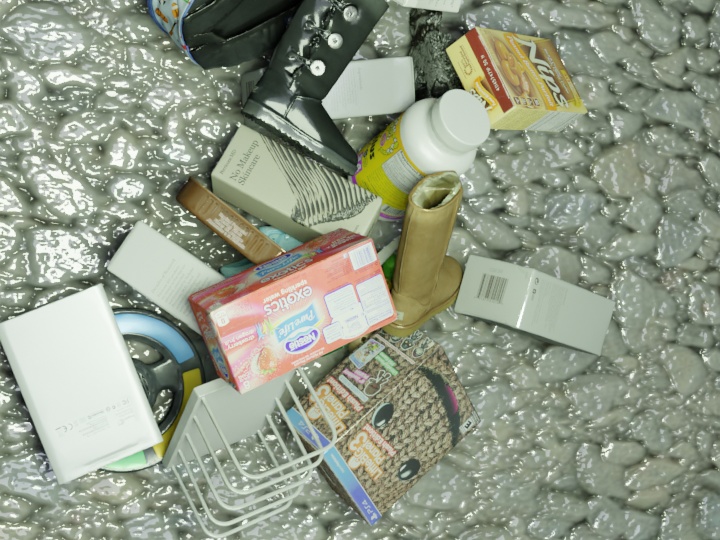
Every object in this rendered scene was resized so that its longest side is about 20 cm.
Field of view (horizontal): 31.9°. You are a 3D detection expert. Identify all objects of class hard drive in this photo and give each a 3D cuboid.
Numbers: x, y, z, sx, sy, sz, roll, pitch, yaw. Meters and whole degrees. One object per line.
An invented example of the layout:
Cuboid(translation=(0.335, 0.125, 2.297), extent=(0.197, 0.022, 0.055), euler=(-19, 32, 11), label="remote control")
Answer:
Cuboid(translation=(-0.330, 0.133, 1.485), extent=(0.131, 0.025, 0.202), euler=(-22, 96, -11), label="hard drive")

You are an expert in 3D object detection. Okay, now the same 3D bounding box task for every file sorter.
Cuboid(translation=(-0.129, 0.211, 1.478), extent=(0.138, 0.200, 0.125), euler=(-18, 67, -30), label="file sorter")

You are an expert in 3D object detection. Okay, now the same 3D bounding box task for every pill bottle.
Cuboid(translation=(0.073, -0.143, 1.547), extent=(0.104, 0.200, 0.105), euler=(14, 62, -27), label="pill bottle")

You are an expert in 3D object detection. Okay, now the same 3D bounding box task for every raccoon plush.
Cuboid(translation=(0.135, -0.271, 1.633), extent=(0.133, 0.097, 0.202), euler=(7, 91, -28), label="raccoon plush")

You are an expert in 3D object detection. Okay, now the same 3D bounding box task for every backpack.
Cuboid(translation=(-0.158, -0.339, 1.466), extent=(0.154, 0.200, 0.191), euler=(37, 74, 24), label="backpack")

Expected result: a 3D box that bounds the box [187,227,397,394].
Cuboid(translation=(-0.074, 0.041, 1.386), extent=(0.199, 0.095, 0.103), euler=(-26, 108, -17), label="box")

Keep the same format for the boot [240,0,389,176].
Cuboid(translation=(-0.027, -0.233, 1.479), extent=(0.164, 0.066, 0.201), euler=(31, 85, -27), label="boot")

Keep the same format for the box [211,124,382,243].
Cuboid(translation=(-0.077, -0.090, 1.533), extent=(0.199, 0.068, 0.083), euler=(27, 74, 4), label="box")

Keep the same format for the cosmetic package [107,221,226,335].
Cuboid(translation=(-0.192, 0.029, 1.486), extent=(0.199, 0.102, 0.074), euler=(33, 86, 2), label="cosmetic package")

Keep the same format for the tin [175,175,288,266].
Cuboid(translation=(-0.136, -0.039, 1.491), extent=(0.200, 0.112, 0.042), euler=(38, 84, 17), label="tin")

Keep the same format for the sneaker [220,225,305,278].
Cuboid(translation=(-0.087, -0.031, 1.574), extent=(0.200, 0.074, 0.082), euler=(-38, 108, -15), label="sneaker")

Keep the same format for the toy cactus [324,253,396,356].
Cuboid(translation=(-0.019, 0.064, 1.609), extent=(0.200, 0.102, 0.166), euler=(-42, 125, -15), label="toy cactus")

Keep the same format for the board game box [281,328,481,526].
Cuboid(translation=(0.029, 0.187, 1.589), extent=(0.200, 0.097, 0.160), euler=(-42, 131, -13), label="board game box")

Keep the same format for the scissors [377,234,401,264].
Cuboid(translation=(0.000, 0.000, 1.555), extent=(0.073, 0.014, 0.201), euler=(32, 67, -1), label="scissors")

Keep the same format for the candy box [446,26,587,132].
Cuboid(translation=(0.201, -0.240, 1.601), extent=(0.199, 0.055, 0.116), euler=(-7, 69, -53), label="candy box")

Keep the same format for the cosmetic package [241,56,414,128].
Cuboid(translation=(-0.040, -0.220, 1.564), extent=(0.198, 0.102, 0.075), euler=(-6, 97, -18), label="cosmetic package")

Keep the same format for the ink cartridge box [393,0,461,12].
Cuboid(translation=(0.057, -0.368, 1.529), extent=(0.175, 0.200, 0.045), euler=(-6, 123, -42), label="ink cartridge box")

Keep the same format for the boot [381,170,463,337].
Cuboid(translation=(0.094, -0.034, 1.536), extent=(0.066, 0.175, 0.201), euler=(24, 129, 15), label="boot")

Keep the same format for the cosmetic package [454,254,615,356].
Cuboid(translation=(0.228, 0.046, 1.638), extent=(0.199, 0.112, 0.082), euler=(20, 86, -44), label="cosmetic package")

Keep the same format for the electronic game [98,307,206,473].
Cuboid(translation=(-0.285, 0.146, 1.530), extent=(0.198, 0.042, 0.202), euler=(-2, 95, -20), label="electronic game")
